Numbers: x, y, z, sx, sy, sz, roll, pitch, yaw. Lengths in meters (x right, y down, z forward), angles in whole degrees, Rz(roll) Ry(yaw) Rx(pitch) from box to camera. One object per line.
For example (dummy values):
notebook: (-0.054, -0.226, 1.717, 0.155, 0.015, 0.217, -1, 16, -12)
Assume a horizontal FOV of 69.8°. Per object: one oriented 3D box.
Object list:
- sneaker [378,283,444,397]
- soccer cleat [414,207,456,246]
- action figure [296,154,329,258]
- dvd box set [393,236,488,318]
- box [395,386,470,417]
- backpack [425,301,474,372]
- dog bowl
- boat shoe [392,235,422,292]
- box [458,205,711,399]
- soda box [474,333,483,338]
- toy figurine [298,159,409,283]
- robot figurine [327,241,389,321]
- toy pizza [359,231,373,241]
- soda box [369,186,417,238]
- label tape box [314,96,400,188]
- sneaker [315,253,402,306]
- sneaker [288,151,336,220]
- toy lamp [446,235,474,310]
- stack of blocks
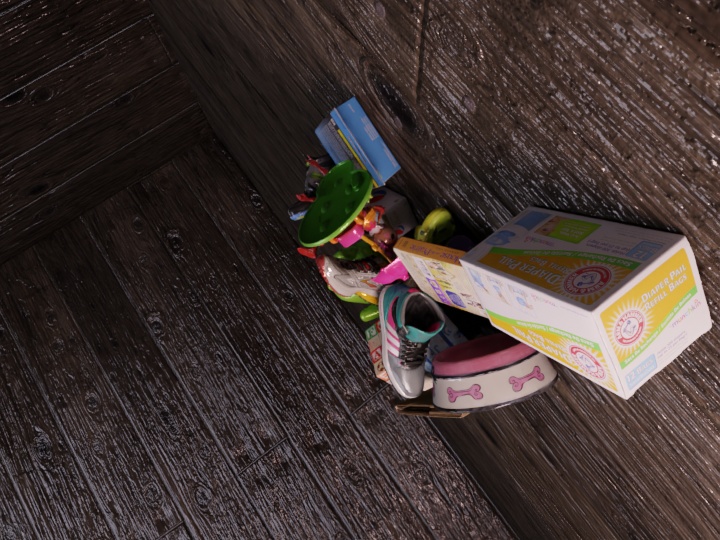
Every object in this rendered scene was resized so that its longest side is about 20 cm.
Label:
sneaker: (0.092, 0.118, 0.863, 0.121, 0.083, 0.200, 165, 95, -67)
soccer cleat: (0.115, -0.054, 0.878, 0.084, 0.065, 0.200, 53, 171, 23)
action figure: (-0.084, -0.125, 0.924, 0.099, 0.200, 0.065, 29, 137, -10)
dvd box set: (0.158, 0.019, 0.766, 0.200, 0.029, 0.146, 18, 157, 42)
box: (0.185, 0.212, 0.915, 0.163, 0.200, 0.021, -20, 86, 53)
backpack: (0.147, 0.113, 1.011, 0.163, 0.154, 0.200, 54, 171, -12)
dog bowl: (0.202, 0.154, 0.819, 0.200, 0.200, 0.074, 164, 89, -80)
boat shoe: (0.104, -0.004, 1.006, 0.200, 0.065, 0.072, -109, 36, -50)
box: (0.210, 0.018, 0.514, 0.101, 0.112, 0.200, 58, 169, -23)
soda box: (0.230, 0.187, 1.136, 0.064, 0.068, 0.200, 53, 170, 5)
toy figurine: (0.015, -0.062, 0.853, 0.184, 0.150, 0.200, 42, -154, -31)
robot figurine: (0.018, 0.011, 1.081, 0.200, 0.116, 0.176, 9, -129, -44)
toy pizza: (-0.008, -0.104, 1.148, 0.200, 0.032, 0.200, 20, -166, -5)
soda box: (0.031, -0.128, 1.039, 0.200, 0.064, 0.068, 40, 163, 56)
label tape box: (-0.001, -0.214, 0.889, 0.144, 0.063, 0.200, 55, 171, -12)
sneaker: (0.000, 0.000, 0.922, 0.200, 0.082, 0.078, 17, -146, -47)
sneaker: (-0.086, -0.180, 1.018, 0.083, 0.200, 0.071, 40, 159, -20)
toy lamp: (0.167, 0.005, 0.862, 0.058, 0.058, 0.200, 50, 172, 27)
stack of blocks: (0.105, 0.189, 1.064, 0.200, 0.059, 0.115, 34, -153, -38)
